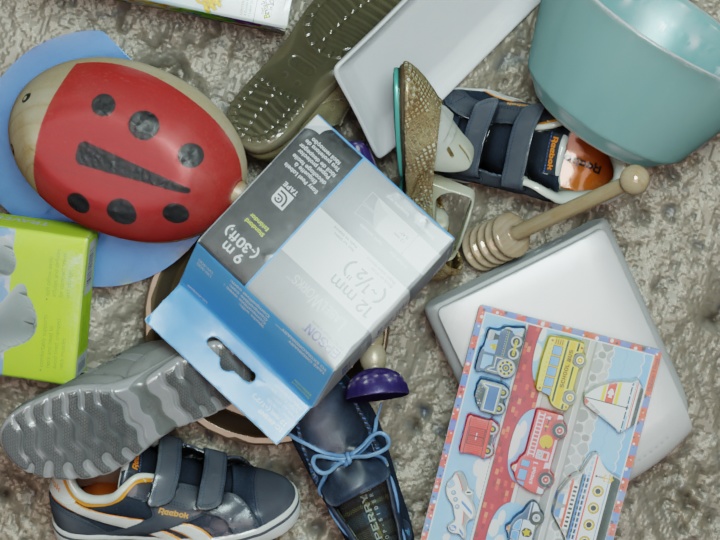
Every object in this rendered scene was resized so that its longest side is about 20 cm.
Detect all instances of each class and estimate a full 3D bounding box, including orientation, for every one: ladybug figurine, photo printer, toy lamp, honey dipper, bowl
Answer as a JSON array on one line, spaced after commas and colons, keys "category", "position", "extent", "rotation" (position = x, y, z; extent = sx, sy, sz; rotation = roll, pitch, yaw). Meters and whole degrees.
[{"category": "ladybug figurine", "position": [-0.180, -0.088, 1.465], "extent": [0.198, 0.072, 0.137], "rotation": [16, 104, 7]}, {"category": "photo printer", "position": [0.165, 0.083, 1.550], "extent": [0.165, 0.069, 0.202], "rotation": [-25, 96, 0]}, {"category": "toy lamp", "position": [0.000, 0.000, 1.505], "extent": [0.057, 0.058, 0.202], "rotation": [-5, 79, -3]}, {"category": "honey dipper", "position": [0.150, -0.043, 1.484], "extent": [0.038, 0.199, 0.038], "rotation": [11, 69, -31]}, {"category": "bowl", "position": [0.208, -0.155, 1.487], "extent": [0.200, 0.201, 0.106], "rotation": [31, 112, -5]}]

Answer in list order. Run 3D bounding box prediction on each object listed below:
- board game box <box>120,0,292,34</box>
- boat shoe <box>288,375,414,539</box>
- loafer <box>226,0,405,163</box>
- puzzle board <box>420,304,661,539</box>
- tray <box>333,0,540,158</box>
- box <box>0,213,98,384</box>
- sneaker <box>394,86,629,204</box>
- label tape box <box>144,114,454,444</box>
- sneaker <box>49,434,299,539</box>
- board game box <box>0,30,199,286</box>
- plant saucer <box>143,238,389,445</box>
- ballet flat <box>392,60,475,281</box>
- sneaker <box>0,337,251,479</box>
[{"category": "board game box", "position": [-0.145, -0.254, 1.489], "extent": [0.198, 0.103, 0.106], "rotation": [12, 94, -4]}, {"category": "boat shoe", "position": [0.001, 0.160, 1.531], "extent": [0.084, 0.069, 0.201], "rotation": [-31, 109, -1]}, {"category": "loafer", "position": [-0.027, -0.160, 1.523], "extent": [0.200, 0.068, 0.076], "rotation": [-42, 70, -14]}, {"category": "puzzle board", "position": [0.141, 0.142, 1.513], "extent": [0.149, 0.017, 0.202], "rotation": [14, 97, -1]}, {"category": "tray", "position": [0.059, -0.190, 1.503], "extent": [0.200, 0.022, 0.108], "rotation": [-45, 139, -14]}, {"category": "box", "position": [-0.311, 0.014, 1.515], "extent": [0.198, 0.048, 0.123], "rotation": [8, 101, 3]}, {"category": "sneaker", "position": [0.122, -0.100, 1.530], "extent": [0.198, 0.079, 0.079], "rotation": [10, 95, -2]}, {"category": "label tape box", "position": [-0.046, 0.007, 1.442], "extent": [0.143, 0.066, 0.200], "rotation": [42, 80, 7]}, {"category": "sneaker", "position": [-0.148, 0.174, 1.522], "extent": [0.197, 0.079, 0.080], "rotation": [-4, 124, -2]}, {"category": "board game box", "position": [-0.207, -0.088, 1.533], "extent": [0.200, 0.039, 0.158], "rotation": [44, 99, -3]}, {"category": "plant saucer", "position": [-0.076, 0.039, 1.555], "extent": [0.198, 0.029, 0.203], "rotation": [0, 94, -4]}, {"category": "ballet flat", "position": [0.057, -0.075, 1.500], "extent": [0.064, 0.071, 0.201], "rotation": [3, 131, 6]}, {"category": "sneaker", "position": [-0.184, 0.103, 1.495], "extent": [0.198, 0.082, 0.075], "rotation": [-18, 109, -11]}]
